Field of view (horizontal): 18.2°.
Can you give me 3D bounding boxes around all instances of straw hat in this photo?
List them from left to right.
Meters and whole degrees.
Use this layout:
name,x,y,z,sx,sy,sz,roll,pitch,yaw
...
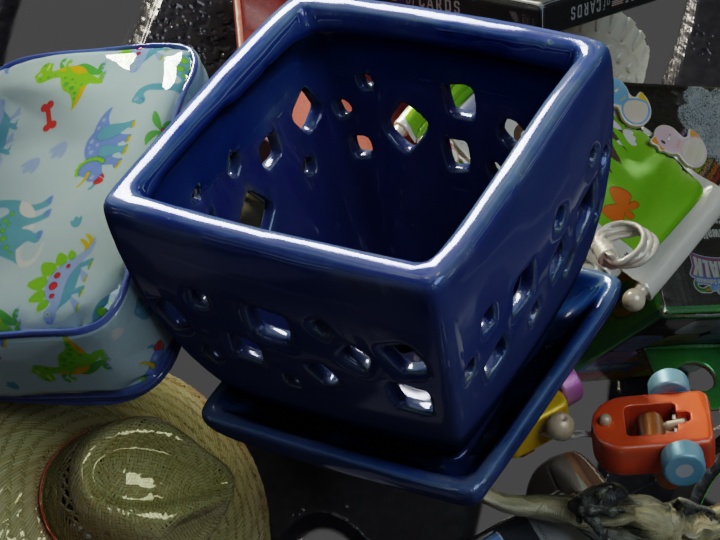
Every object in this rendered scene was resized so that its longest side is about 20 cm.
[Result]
name,x,y,z,sx,sy,sz,roll,pitch,yaw
straw hat,-0.119,0.121,1.201,0.200,0.085,0.203,13,62,-25

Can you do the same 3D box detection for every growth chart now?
name,x,y,z,sx,sy,sz,roll,pitch,yaw
growth chart,0.123,-0.068,1.334,0.199,0.018,0.145,34,60,-1

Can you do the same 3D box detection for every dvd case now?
name,x,y,z,sx,sy,sz,roll,pitch,yaw
dvd case,0.075,-0.184,1.395,0.150,0.199,0.025,-23,119,-46

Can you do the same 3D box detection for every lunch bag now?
name,x,y,z,sx,sy,sz,roll,pitch,yaw
lunch bag,-0.157,-0.026,1.208,0.083,0.160,0.201,56,38,-47

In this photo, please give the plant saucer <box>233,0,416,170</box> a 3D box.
name,x,y,z,sx,sy,sz,roll,pitch,yaw
plant saucer,0.006,-0.084,1.358,0.199,0.037,0.200,24,29,-21

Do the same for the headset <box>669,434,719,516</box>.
name,x,y,z,sx,sy,sz,roll,pitch,yaw
headset,0.269,0.135,1.346,0.199,0.094,0.124,-27,101,-13

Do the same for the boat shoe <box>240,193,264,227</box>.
name,x,y,z,sx,sy,sz,roll,pitch,yaw
boat shoe,0.000,0.000,1.349,0.199,0.071,0.065,24,93,-21

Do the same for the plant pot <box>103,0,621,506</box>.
name,x,y,z,sx,sy,sz,roll,pitch,yaw
plant pot,0.016,-0.005,1.144,0.200,0.199,0.181,-51,140,-38

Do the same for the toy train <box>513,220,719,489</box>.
name,x,y,z,sx,sy,sz,roll,pitch,yaw
toy train,0.125,0.059,1.227,0.149,0.056,0.201,-9,38,1

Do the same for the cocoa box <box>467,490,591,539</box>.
name,x,y,z,sx,sy,sz,roll,pitch,yaw
cocoa box,0.084,0.251,1.232,0.131,0.133,0.201,-25,82,-36

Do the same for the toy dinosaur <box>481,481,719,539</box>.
name,x,y,z,sx,sy,sz,roll,pitch,yaw
toy dinosaur,0.135,0.132,1.192,0.199,0.088,0.048,14,95,-18

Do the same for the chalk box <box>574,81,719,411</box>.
name,x,y,z,sx,sy,sz,roll,pitch,yaw
chalk box,0.188,-0.002,1.420,0.124,0.124,0.202,-1,69,-32

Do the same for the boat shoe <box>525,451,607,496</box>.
name,x,y,z,sx,sy,sz,roll,pitch,yaw
boat shoe,0.168,0.194,1.353,0.072,0.076,0.201,-33,96,-41

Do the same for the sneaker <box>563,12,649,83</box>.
name,x,y,z,sx,sy,sz,roll,pitch,yaw
sneaker,0.112,-0.148,1.473,0.199,0.080,0.077,14,94,-45
